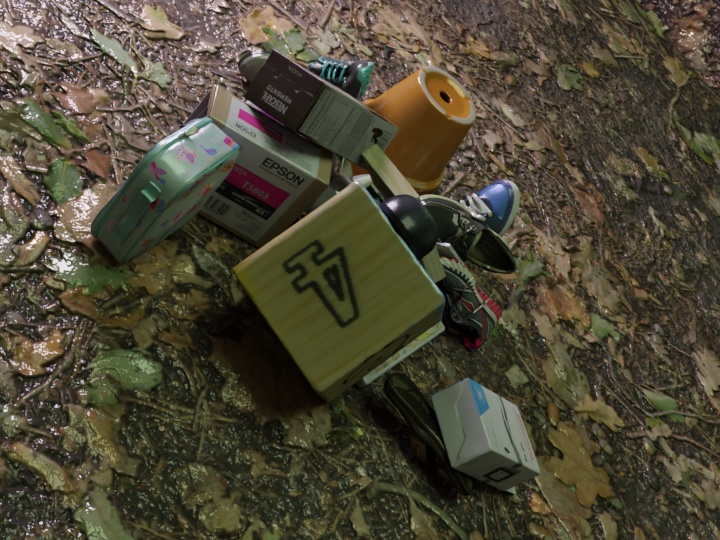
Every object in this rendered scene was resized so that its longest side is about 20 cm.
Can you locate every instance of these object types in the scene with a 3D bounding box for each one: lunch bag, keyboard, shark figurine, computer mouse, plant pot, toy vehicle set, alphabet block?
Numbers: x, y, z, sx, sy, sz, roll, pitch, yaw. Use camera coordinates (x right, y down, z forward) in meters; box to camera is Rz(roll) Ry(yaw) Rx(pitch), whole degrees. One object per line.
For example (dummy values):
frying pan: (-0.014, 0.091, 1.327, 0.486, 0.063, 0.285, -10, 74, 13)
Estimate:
lunch bag: (-0.250, -0.103, 1.449, 0.077, 0.200, 0.160, 47, 38, 3)
keyboard: (0.152, 0.004, 1.816, 0.200, 0.056, 0.011, 49, 58, -50)
shark figurine: (0.004, -0.124, 1.837, 0.214, 0.089, 0.129, -7, 95, -39)
computer mouse: (0.061, -0.063, 1.503, 0.139, 0.053, 0.200, 56, -4, -3)
plant pot: (0.092, -0.239, 1.935, 0.200, 0.183, 0.201, 27, 41, -26)
toy vehicle set: (0.064, -0.079, 1.661, 0.124, 0.026, 0.200, 54, -7, 36)
alphabet block: (-0.025, 0.033, 1.493, 0.197, 0.200, 0.195, 54, -4, 11)

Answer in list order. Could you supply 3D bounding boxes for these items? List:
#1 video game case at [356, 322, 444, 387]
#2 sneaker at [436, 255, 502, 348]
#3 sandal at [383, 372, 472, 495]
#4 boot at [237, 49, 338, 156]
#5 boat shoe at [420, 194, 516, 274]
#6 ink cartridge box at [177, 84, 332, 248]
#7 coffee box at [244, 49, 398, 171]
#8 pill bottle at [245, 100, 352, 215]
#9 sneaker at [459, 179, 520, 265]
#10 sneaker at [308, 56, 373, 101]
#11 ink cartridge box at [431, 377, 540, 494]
video game case: (0.022, 0.049, 1.673, 0.200, 0.023, 0.182, -31, 94, -44)
sneaker: (0.149, 0.045, 1.789, 0.200, 0.080, 0.075, 43, 64, -30)
sandal: (0.089, 0.234, 1.600, 0.200, 0.055, 0.082, 50, 22, -9)
boot: (-0.111, -0.268, 1.853, 0.200, 0.068, 0.131, 29, 38, -27)
boat shoe: (0.166, -0.054, 1.771, 0.201, 0.072, 0.066, 30, 5, -28)
ink cartridge box: (-0.166, -0.140, 1.598, 0.200, 0.165, 0.075, 29, 40, -23)
coffee box: (-0.052, -0.222, 1.604, 0.113, 0.080, 0.200, 38, 10, 33)
pill bottle: (-0.105, -0.166, 1.716, 0.200, 0.112, 0.112, 44, 36, 4)
sneaker: (0.153, -0.076, 1.827, 0.146, 0.200, 0.081, 16, 32, -51)
sneaker: (-0.041, -0.323, 1.920, 0.091, 0.200, 0.078, 18, 88, -18)
ink cartridge box: (0.190, 0.242, 1.640, 0.200, 0.067, 0.116, 32, 34, -50)
